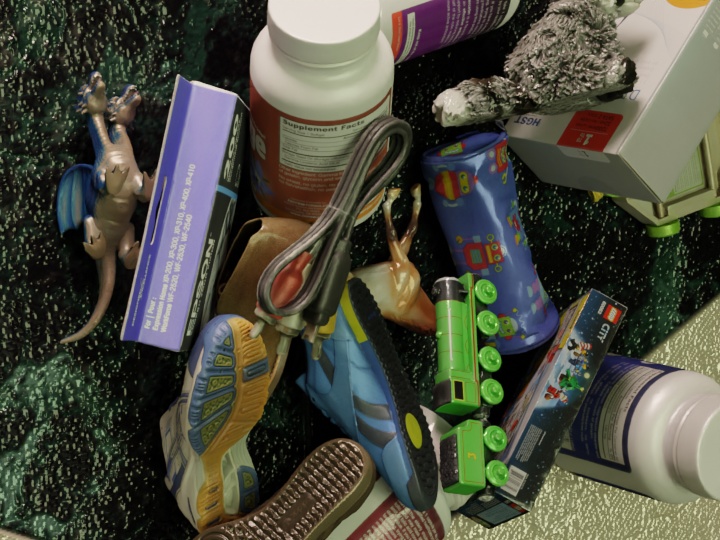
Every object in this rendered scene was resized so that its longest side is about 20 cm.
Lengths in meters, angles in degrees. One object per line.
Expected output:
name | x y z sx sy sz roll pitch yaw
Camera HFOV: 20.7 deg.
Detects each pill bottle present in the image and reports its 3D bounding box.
pill bottle | 0.054 -0.238 1.630 0.200 0.112 0.113 -22 108 -30
pill bottle | 0.266 0.144 1.770 0.119 0.200 0.120 -5 100 -33
pill bottle | -0.031 -0.132 1.535 0.112 0.112 0.200 -32 147 -27
pill bottle | 0.003 0.212 1.655 0.200 0.114 0.114 -43 117 -21

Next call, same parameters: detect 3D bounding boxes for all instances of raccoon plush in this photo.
raccoon plush | 0.148 -0.202 1.633 0.199 0.097 0.135 -9 83 -30

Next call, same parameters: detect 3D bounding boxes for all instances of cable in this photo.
cable | -0.029 -0.031 1.495 0.097 0.050 0.201 21 87 -45

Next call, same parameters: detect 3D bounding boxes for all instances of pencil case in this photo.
pencil case | 0.114 -0.028 1.720 0.087 0.078 0.201 -56 131 -63

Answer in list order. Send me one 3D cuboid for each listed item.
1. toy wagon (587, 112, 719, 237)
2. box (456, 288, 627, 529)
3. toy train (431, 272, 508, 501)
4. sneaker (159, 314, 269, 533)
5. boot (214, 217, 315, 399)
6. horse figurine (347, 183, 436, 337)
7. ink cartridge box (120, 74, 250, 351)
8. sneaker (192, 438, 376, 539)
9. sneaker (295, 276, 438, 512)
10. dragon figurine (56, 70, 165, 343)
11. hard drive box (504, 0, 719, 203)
toy wagon | 0.277 -0.112 1.841 0.200 0.040 0.156 -20 107 -30
box | 0.157 0.123 1.722 0.038 0.137 0.200 29 73 -3
toy train | 0.088 0.094 1.644 0.056 0.042 0.201 10 64 -28
sneaker | -0.126 0.114 1.545 0.075 0.088 0.201 -15 126 -36
boot | -0.091 0.042 1.572 0.075 0.074 0.200 11 118 -25
horse figurine | 0.000 0.000 1.663 0.199 0.050 0.133 -9 99 -35
ink cartridge box | -0.127 -0.039 1.495 0.043 0.200 0.199 12 90 4
sneaker | -0.065 0.215 1.552 0.200 0.070 0.076 -37 156 -4
sneaker | 0.000 0.107 1.603 0.201 0.078 0.066 67 18 0
dragon figurine | -0.197 -0.048 1.514 0.059 0.099 0.201 4 108 -26
hard drive box | 0.242 -0.168 1.737 0.077 0.156 0.200 42 72 -35
